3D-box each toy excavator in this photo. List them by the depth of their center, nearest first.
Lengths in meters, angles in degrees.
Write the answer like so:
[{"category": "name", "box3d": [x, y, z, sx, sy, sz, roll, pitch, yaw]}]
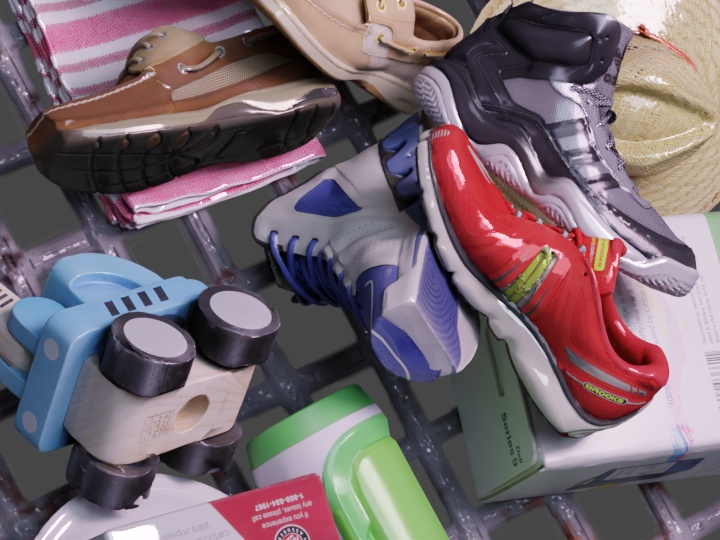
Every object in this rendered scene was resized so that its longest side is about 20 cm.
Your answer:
[{"category": "toy excavator", "box3d": [-0.175, 0.034, 1.606, 0.200, 0.100, 0.194, 38, 35, 30]}]

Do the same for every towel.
[{"category": "towel", "box3d": [-0.118, -0.133, 1.729, 0.146, 0.030, 0.201, -21, 81, -31]}]

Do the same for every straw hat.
[{"category": "straw hat", "box3d": [0.162, -0.096, 1.770, 0.200, 0.085, 0.203, -3, 103, -12]}]

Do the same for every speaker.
[{"category": "speaker", "box3d": [0.014, 0.168, 1.651, 0.088, 0.088, 0.201, -25, 84, -31]}]

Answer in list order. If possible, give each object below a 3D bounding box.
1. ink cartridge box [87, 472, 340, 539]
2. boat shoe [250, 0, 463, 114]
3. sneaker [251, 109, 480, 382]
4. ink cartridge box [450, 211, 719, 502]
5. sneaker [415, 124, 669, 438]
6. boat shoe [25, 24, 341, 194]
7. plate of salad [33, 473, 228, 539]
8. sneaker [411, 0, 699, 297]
[{"category": "ink cartridge box", "box3d": [-0.065, 0.224, 1.540, 0.145, 0.083, 0.201, -13, 80, -39]}, {"category": "boat shoe", "box3d": [-0.001, -0.150, 1.710, 0.074, 0.069, 0.200, 48, 12, 23]}, {"category": "sneaker", "box3d": [0.000, -0.001, 1.682, 0.200, 0.115, 0.081, -91, 155, -53]}, {"category": "ink cartridge box", "box3d": [0.156, 0.050, 1.762, 0.199, 0.087, 0.146, -5, 73, -29]}, {"category": "sneaker", "box3d": [0.104, -0.005, 1.642, 0.201, 0.085, 0.077, 55, 23, -14]}, {"category": "boat shoe", "box3d": [-0.105, -0.096, 1.669, 0.199, 0.076, 0.074, -12, 70, -41]}, {"category": "plate of salad", "box3d": [-0.106, 0.210, 1.599, 0.199, 0.048, 0.201, 13, 66, -32]}, {"category": "sneaker", "box3d": [0.134, -0.081, 1.690, 0.200, 0.075, 0.114, 39, 93, 5]}]
